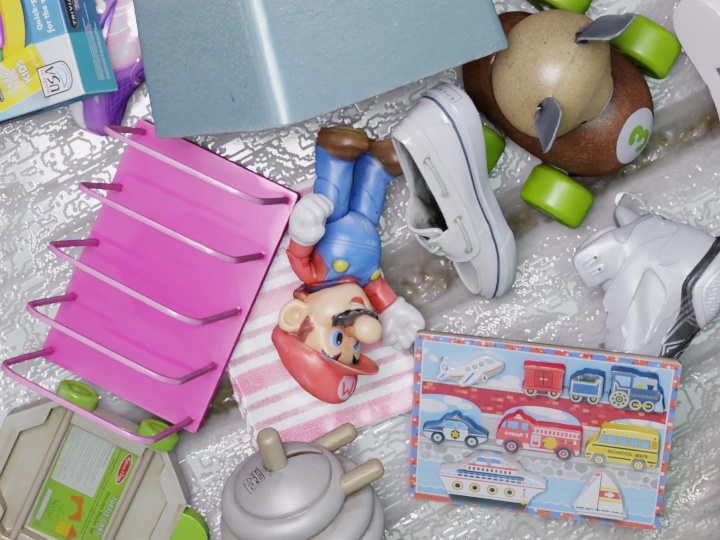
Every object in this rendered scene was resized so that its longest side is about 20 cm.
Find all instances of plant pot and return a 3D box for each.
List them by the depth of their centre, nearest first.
[{"bbox_3d":[-0.047,-0.217,1.051,0.194,0.196,0.202,-22,104,-29],"label":"plant pot"}]

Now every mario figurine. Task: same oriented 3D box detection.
[{"bbox_3d":[0.000,0.000,1.133,0.122,0.106,0.203,10,89,-8],"label":"mario figurine"}]

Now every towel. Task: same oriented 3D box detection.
[{"bbox_3d":[-0.045,0.036,1.193,0.145,0.030,0.202,-21,94,-2],"label":"towel"}]

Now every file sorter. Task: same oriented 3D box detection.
[{"bbox_3d":[-0.155,0.008,1.119,0.138,0.125,0.202,25,97,7],"label":"file sorter"}]

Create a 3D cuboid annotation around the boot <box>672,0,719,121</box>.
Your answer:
[{"bbox_3d":[0.318,-0.148,1.181,0.090,0.072,0.201,-42,116,-28],"label":"boot"}]

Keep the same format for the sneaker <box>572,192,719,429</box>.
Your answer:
[{"bbox_3d":[0.200,0.040,1.187,0.114,0.075,0.201,32,98,6],"label":"sneaker"}]

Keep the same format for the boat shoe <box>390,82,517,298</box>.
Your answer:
[{"bbox_3d":[0.061,-0.047,1.133,0.066,0.073,0.201,-34,132,-17],"label":"boat shoe"}]

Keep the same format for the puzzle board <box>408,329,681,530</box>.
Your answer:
[{"bbox_3d":[0.136,0.125,1.163,0.198,0.017,0.152,6,117,10],"label":"puzzle board"}]

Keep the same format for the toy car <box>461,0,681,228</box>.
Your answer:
[{"bbox_3d":[0.154,-0.132,1.107,0.157,0.200,0.165,31,92,-4],"label":"toy car"}]

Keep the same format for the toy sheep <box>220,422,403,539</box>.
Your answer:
[{"bbox_3d":[-0.042,0.190,1.149,0.136,0.138,0.202,-19,122,-2],"label":"toy sheep"}]

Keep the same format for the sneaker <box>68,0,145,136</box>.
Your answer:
[{"bbox_3d":[-0.153,-0.191,1.142,0.088,0.080,0.202,22,92,6],"label":"sneaker"}]

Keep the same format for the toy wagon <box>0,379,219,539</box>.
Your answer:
[{"bbox_3d":[-0.195,0.182,1.181,0.198,0.040,0.156,26,102,-5],"label":"toy wagon"}]

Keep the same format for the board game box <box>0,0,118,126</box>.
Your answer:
[{"bbox_3d":[-0.287,-0.178,1.115,0.198,0.047,0.153,-13,94,26],"label":"board game box"}]
